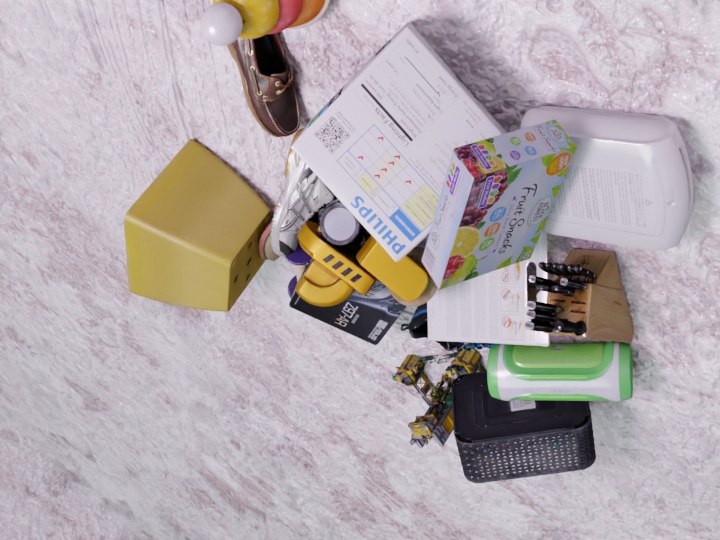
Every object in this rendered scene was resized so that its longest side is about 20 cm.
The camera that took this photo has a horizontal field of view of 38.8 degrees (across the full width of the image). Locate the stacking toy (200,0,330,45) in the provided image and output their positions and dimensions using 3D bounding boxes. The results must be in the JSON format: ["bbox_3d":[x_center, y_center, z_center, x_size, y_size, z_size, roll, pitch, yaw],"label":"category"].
[{"bbox_3d":[-0.136,-0.333,1.249,0.144,0.200,0.148,18,132,21],"label":"stacking toy"}]

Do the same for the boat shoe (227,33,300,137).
[{"bbox_3d":[-0.129,-0.275,1.421,0.070,0.071,0.202,6,133,42],"label":"boat shoe"}]

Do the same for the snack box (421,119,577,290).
[{"bbox_3d":[0.158,-0.074,1.201,0.053,0.140,0.201,57,154,29],"label":"snack box"}]

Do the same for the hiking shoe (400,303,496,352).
[{"bbox_3d":[0.165,0.098,1.540,0.197,0.087,0.075,16,138,29],"label":"hiking shoe"}]

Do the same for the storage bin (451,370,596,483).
[{"bbox_3d":[0.239,0.221,1.510,0.196,0.136,0.095,-10,129,10],"label":"storage bin"}]

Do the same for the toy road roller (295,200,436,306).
[{"bbox_3d":[0.000,0.000,1.400,0.199,0.123,0.147,36,101,1],"label":"toy road roller"}]

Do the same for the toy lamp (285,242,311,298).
[{"bbox_3d":[-0.095,0.007,1.676,0.058,0.059,0.201,30,157,13],"label":"toy lamp"}]

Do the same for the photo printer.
[{"bbox_3d":[0.296,-0.109,1.219,0.197,0.070,0.168,11,135,34],"label":"photo printer"}]

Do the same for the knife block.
[{"bbox_3d":[0.280,0.064,1.327,0.063,0.176,0.202,6,133,38],"label":"knife block"}]

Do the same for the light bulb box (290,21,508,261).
[{"bbox_3d":[0.053,-0.160,1.256,0.200,0.125,0.198,-42,99,14],"label":"light bulb box"}]

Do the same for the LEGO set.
[{"bbox_3d":[0.132,0.216,1.668,0.198,0.116,0.155,-5,126,43],"label":"LEGO set"}]

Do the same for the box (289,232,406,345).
[{"bbox_3d":[-0.007,0.022,1.553,0.158,0.044,0.201,25,143,-8],"label":"box"}]

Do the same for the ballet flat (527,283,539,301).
[{"bbox_3d":[0.191,0.051,1.480,0.197,0.073,0.068,15,141,30],"label":"ballet flat"}]

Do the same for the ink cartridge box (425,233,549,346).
[{"bbox_3d":[0.181,0.017,1.414,0.197,0.050,0.166,0,93,37],"label":"ink cartridge box"}]

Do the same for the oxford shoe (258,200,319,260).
[{"bbox_3d":[-0.109,-0.066,1.629,0.074,0.071,0.201,32,145,0],"label":"oxford shoe"}]

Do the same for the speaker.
[{"bbox_3d":[0.282,0.143,1.445,0.196,0.089,0.089,-2,131,18],"label":"speaker"}]

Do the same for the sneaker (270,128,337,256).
[{"bbox_3d":[-0.076,-0.104,1.507,0.086,0.076,0.203,16,117,1],"label":"sneaker"}]

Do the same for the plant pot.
[{"bbox_3d":[-0.254,-0.053,1.671,0.174,0.201,0.201,25,142,9],"label":"plant pot"}]

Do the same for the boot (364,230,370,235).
[{"bbox_3d":[0.018,-0.030,1.564,0.146,0.071,0.199,46,145,-19],"label":"boot"}]
